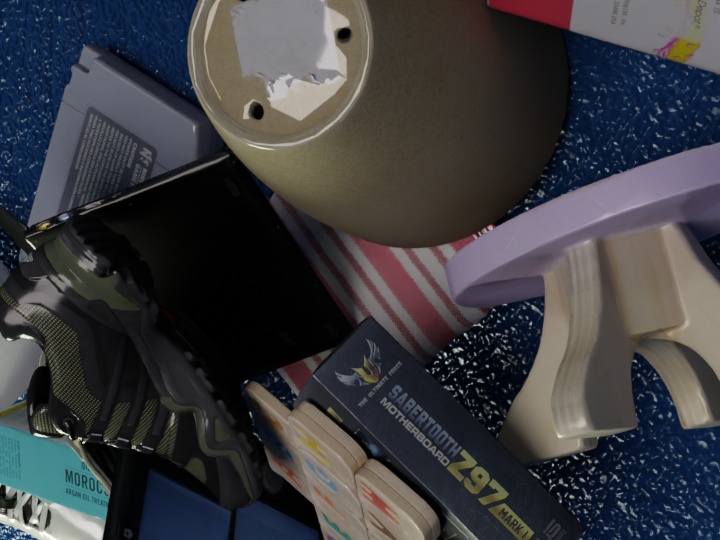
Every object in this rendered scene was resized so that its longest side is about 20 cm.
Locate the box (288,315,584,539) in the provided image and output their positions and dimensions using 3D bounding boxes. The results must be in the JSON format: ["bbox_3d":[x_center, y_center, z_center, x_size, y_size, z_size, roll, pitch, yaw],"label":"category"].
[{"bbox_3d":[0.027,0.119,0.775,0.158,0.051,0.200,43,159,5],"label":"box"}]

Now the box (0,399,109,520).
[{"bbox_3d":[-0.170,0.136,0.963,0.199,0.082,0.050,12,110,30],"label":"box"}]

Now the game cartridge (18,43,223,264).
[{"bbox_3d":[-0.167,-0.038,0.947,0.133,0.041,0.201,31,116,18],"label":"game cartridge"}]

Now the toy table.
[{"bbox_3d":[0.141,0.024,0.694,0.199,0.183,0.118,-27,71,46],"label":"toy table"}]

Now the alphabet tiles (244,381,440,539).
[{"bbox_3d":[0.007,0.147,0.770,0.195,0.015,0.201,38,160,24],"label":"alphabet tiles"}]

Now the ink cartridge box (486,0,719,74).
[{"bbox_3d":[0.165,-0.170,0.616,0.198,0.086,0.148,18,147,12],"label":"ink cartridge box"}]

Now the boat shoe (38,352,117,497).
[{"bbox_3d":[-0.158,0.097,0.885,0.072,0.062,0.200,-42,52,-6],"label":"boat shoe"}]

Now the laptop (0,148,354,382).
[{"bbox_3d":[-0.132,-0.017,0.834,0.199,0.188,0.117,-20,50,11],"label":"laptop"}]

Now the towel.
[{"bbox_3d":[0.000,0.000,0.858,0.200,0.030,0.147,-43,78,35],"label":"towel"}]

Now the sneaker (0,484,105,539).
[{"bbox_3d":[-0.265,0.169,1.038,0.199,0.072,0.072,25,112,24],"label":"sneaker"}]

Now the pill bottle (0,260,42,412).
[{"bbox_3d":[-0.323,0.016,0.990,0.200,0.119,0.120,39,120,30],"label":"pill bottle"}]

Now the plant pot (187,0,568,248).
[{"bbox_3d":[-0.004,-0.105,0.704,0.186,0.200,0.189,0,91,20],"label":"plant pot"}]

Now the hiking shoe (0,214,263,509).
[{"bbox_3d":[-0.131,0.066,0.755,0.100,0.076,0.201,-31,115,5],"label":"hiking shoe"}]

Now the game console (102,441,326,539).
[{"bbox_3d":[-0.082,0.185,0.802,0.031,0.177,0.201,-22,47,30],"label":"game console"}]
